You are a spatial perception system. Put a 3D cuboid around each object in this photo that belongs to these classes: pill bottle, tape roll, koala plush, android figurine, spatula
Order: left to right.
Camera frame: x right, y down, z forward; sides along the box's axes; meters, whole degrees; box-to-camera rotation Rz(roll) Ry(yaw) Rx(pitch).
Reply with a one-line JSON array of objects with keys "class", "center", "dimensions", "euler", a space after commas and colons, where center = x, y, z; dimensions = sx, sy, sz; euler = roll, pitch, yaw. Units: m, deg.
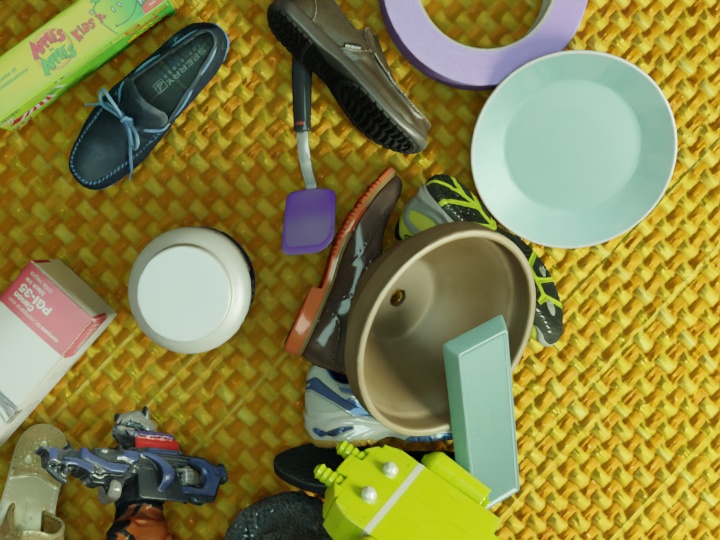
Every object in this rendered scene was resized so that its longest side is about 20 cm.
[{"class": "pill bottle", "center": [-0.152, 0.016, 1.388], "dimensions": [0.109, 0.200, 0.113], "euler": [0, 92, -2]}, {"class": "spatula", "center": [-0.053, -0.117, 1.472], "dimensions": [0.056, 0.021, 0.203], "euler": [-3, 89, 23]}, {"class": "koala plush", "center": [-0.043, 0.288, 1.388], "dimensions": [0.175, 0.200, 0.187], "euler": [10, 75, -20]}, {"class": "android figurine", "center": [0.048, 0.224, 1.356], "dimensions": [0.199, 0.182, 0.041], "euler": [36, 124, 12]}, {"class": "tape roll", "center": [0.116, -0.275, 1.457], "dimensions": [0.197, 0.066, 0.203], "euler": [0, 93, -3]}]

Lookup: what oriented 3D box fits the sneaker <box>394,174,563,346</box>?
[{"class": "sneaker", "center": [0.117, -0.002, 1.474], "dimensions": [0.200, 0.075, 0.076], "euler": [47, 120, -6]}]

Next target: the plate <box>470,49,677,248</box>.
[{"class": "plate", "center": [0.202, -0.117, 1.460], "dimensions": [0.197, 0.026, 0.203], "euler": [0, 115, 0]}]

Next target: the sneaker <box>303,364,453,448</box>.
[{"class": "sneaker", "center": [0.043, 0.118, 1.463], "dimensions": [0.197, 0.075, 0.090], "euler": [-4, 92, -3]}]

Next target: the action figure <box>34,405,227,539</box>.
[{"class": "action figure", "center": [-0.232, 0.220, 1.427], "dimensions": [0.198, 0.104, 0.196], "euler": [21, 64, -33]}]

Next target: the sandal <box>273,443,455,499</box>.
[{"class": "sandal", "center": [0.014, 0.206, 1.469], "dimensions": [0.197, 0.076, 0.049], "euler": [4, 113, -3]}]

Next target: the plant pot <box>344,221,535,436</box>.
[{"class": "plant pot", "center": [0.056, 0.041, 1.394], "dimensions": [0.199, 0.092, 0.203], "euler": [-18, 123, -30]}]

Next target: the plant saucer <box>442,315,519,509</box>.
[{"class": "plant saucer", "center": [0.116, 0.141, 1.418], "dimensions": [0.069, 0.019, 0.202], "euler": [-25, 126, -26]}]

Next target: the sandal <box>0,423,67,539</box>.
[{"class": "sandal", "center": [-0.307, 0.239, 1.411], "dimensions": [0.076, 0.070, 0.215], "euler": [7, 65, -9]}]

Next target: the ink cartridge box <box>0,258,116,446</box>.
[{"class": "ink cartridge box", "center": [-0.327, 0.091, 1.410], "dimensions": [0.083, 0.147, 0.200], "euler": [42, 90, -2]}]

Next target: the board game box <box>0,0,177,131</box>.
[{"class": "board game box", "center": [-0.267, -0.209, 1.424], "dimensions": [0.199, 0.102, 0.048], "euler": [-36, 93, -1]}]

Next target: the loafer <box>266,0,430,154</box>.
[{"class": "loafer", "center": [0.002, -0.197, 1.450], "dimensions": [0.200, 0.073, 0.071], "euler": [47, 69, -11]}]

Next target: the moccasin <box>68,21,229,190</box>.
[{"class": "moccasin", "center": [-0.207, -0.163, 1.445], "dimensions": [0.080, 0.068, 0.201], "euler": [38, 90, -3]}]

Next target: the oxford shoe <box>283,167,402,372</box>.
[{"class": "oxford shoe", "center": [0.000, 0.000, 1.455], "dimensions": [0.072, 0.071, 0.202], "euler": [26, 86, -1]}]
